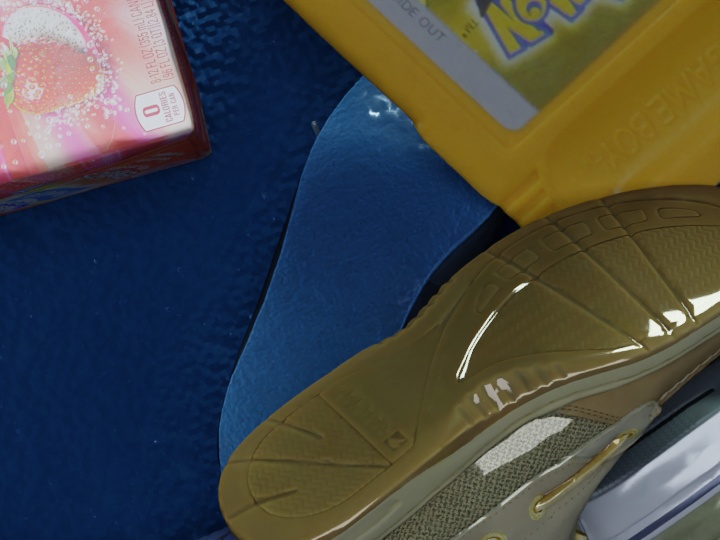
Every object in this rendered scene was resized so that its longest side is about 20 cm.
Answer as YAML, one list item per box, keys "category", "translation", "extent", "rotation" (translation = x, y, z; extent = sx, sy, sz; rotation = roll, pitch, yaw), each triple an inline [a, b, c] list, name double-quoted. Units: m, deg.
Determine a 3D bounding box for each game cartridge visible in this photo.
- category: "game cartridge"
  translation: [0.064, -0.114, 0.746]
  extent: [0.200, 0.032, 0.176]
  rotation: [43, 119, -7]

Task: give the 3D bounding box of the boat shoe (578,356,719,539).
- category: "boat shoe"
  translation: [0.165, 0.049, 0.839]
  extent: [0.200, 0.072, 0.062]
  rotation: [-34, 104, 7]

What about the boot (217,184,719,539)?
- category: "boot"
  translation: [0.062, 0.073, 0.776]
  extent: [0.200, 0.155, 0.073]
  rotation: [-34, 45, -13]

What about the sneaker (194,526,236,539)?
- category: "sneaker"
  translation: [-0.118, 0.131, 0.822]
  extent: [0.200, 0.076, 0.077]
  rotation: [-25, 93, -3]

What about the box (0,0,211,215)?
- category: "box"
  translation: [-0.128, -0.125, 0.822]
  extent: [0.103, 0.095, 0.200]
  rotation: [-15, 88, 0]

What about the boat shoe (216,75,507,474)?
- category: "boat shoe"
  translation: [0.000, 0.000, 0.830]
  extent: [0.084, 0.069, 0.200]
  rotation: [29, 71, 13]
